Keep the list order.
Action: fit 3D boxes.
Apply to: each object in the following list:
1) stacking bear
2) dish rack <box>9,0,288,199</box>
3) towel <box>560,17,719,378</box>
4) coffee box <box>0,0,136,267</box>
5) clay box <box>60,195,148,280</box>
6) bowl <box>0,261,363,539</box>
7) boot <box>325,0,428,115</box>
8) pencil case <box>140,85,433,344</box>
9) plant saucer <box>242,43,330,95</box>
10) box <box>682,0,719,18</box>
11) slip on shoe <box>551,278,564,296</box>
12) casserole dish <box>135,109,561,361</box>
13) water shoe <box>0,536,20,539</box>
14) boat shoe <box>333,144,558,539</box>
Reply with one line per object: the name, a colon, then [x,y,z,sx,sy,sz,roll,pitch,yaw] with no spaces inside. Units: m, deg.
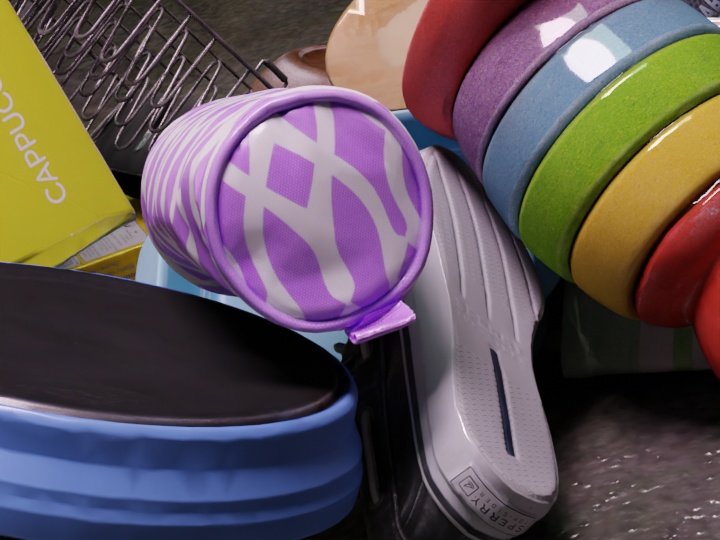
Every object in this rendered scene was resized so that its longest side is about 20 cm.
stacking bear: [0.116,-0.030,0.865,0.114,0.200,0.121,-52,-27,21]
dish rack: [-0.117,-0.100,1.067,0.153,0.200,0.055,11,65,49]
towel: [0.174,-0.038,0.912,0.199,0.023,0.153,-5,65,23]
coffee box: [-0.255,-0.042,1.045,0.200,0.200,0.198,-35,8,-31]
clay box: [-0.063,-0.025,1.181,0.200,0.048,0.115,-19,20,-13]
bowl: [-0.096,0.038,0.794,0.200,0.039,0.201,10,12,-2]
boot: [0.062,-0.109,1.071,0.201,0.071,0.144,-34,-7,-17]
pencil case: [-0.030,-0.021,0.856,0.084,0.086,0.200,-19,5,-8]
plant saucer: [0.040,-0.082,1.169,0.200,0.032,0.200,5,14,-1]
box: [0.175,-0.150,1.137,0.158,0.051,0.200,-49,4,-1]
slip on shoe: [0.076,-0.024,1.008,0.200,0.076,0.061,-4,10,41]
casserole dish: [0.000,0.000,0.985,0.200,0.121,0.039,-6,-19,28]
water shoe: [-0.096,0.081,0.864,0.071,0.079,0.200,-22,19,-16]
boat shoe: [0.021,0.029,0.864,0.071,0.072,0.200,-37,27,24]
